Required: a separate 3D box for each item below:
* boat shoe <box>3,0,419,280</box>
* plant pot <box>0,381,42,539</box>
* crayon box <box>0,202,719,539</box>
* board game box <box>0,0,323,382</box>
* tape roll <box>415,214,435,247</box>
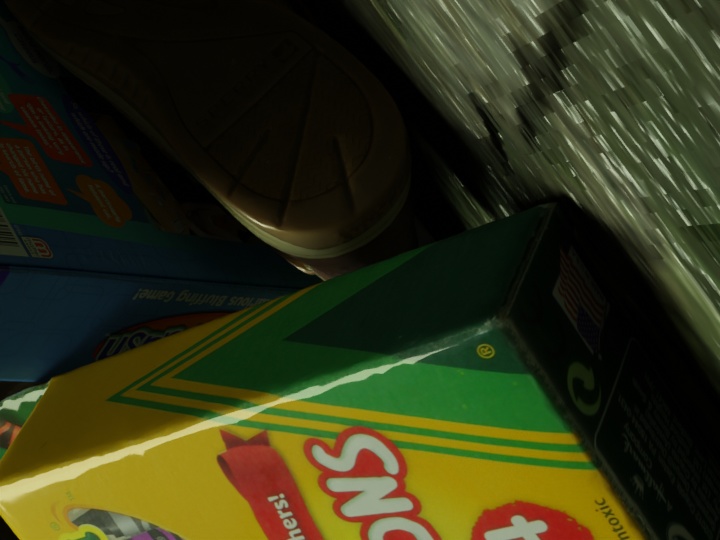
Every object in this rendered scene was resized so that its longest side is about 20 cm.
[{"bbox_3d":[-0.047,-0.065,0.716,0.200,0.072,0.072,45,174,32],"label":"boat shoe"},{"bbox_3d":[-0.045,0.110,0.863,0.200,0.200,0.173,51,-164,17],"label":"plant pot"},{"bbox_3d":[-0.006,0.072,0.626,0.127,0.199,0.051,54,-143,-22],"label":"crayon box"},{"bbox_3d":[-0.085,-0.033,0.725,0.199,0.045,0.152,5,-139,-48],"label":"board game box"},{"bbox_3d":[0.000,0.000,0.903,0.203,0.037,0.203,52,174,7],"label":"tape roll"}]
